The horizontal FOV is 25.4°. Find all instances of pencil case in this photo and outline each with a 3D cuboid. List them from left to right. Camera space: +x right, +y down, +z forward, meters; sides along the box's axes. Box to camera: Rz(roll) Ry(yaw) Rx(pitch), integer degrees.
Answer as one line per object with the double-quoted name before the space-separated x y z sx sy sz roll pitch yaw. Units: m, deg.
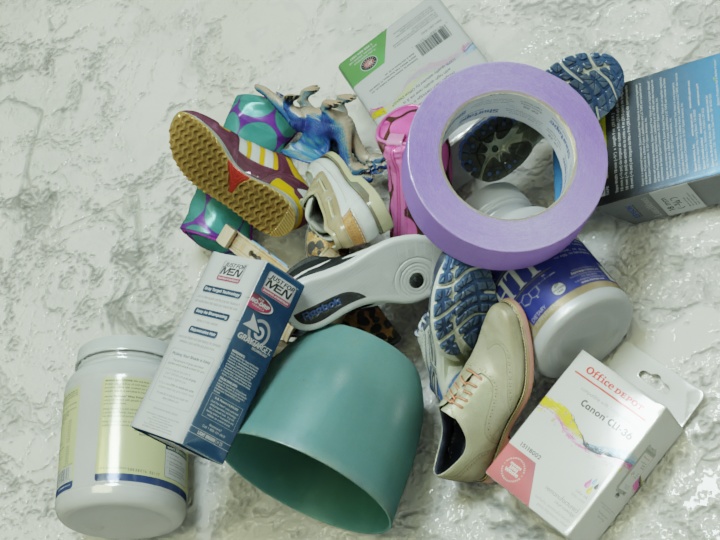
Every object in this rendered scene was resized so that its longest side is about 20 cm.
"pencil case" -0.141 -0.115 1.921 0.092 0.085 0.200 23 76 -2
"pencil case" 0.058 -0.075 1.723 0.091 0.200 0.094 22 40 37

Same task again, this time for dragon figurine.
"dragon figurine" -0.054 -0.158 1.848 0.200 0.059 0.100 14 115 28

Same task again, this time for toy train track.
"toy train track" -0.096 0.003 1.793 0.200 0.033 0.115 35 96 33

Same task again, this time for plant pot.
"plant pot" -0.025 0.155 1.661 0.200 0.201 0.161 11 61 32

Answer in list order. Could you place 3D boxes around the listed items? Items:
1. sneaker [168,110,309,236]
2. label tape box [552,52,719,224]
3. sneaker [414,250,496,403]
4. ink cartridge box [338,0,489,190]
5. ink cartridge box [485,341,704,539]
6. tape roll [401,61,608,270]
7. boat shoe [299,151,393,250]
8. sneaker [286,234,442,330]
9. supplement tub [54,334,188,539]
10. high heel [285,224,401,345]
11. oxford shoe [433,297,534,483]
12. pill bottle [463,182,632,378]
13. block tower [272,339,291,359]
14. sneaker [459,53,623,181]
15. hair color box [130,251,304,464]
"sneaker" -0.134 -0.117 1.849 0.200 0.090 0.075 42 122 12
"label tape box" 0.308 -0.132 1.701 0.200 0.063 0.145 -14 59 30
"sneaker" 0.089 0.061 1.659 0.077 0.200 0.085 -17 30 -26
"ink cartridge box" 0.087 -0.198 1.842 0.145 0.084 0.200 -36 53 6
"ink cartridge box" 0.235 0.163 1.588 0.116 0.067 0.200 35 85 36
"tape roll" 0.142 -0.104 1.592 0.200 0.066 0.201 1 73 -4
"boat shoe" -0.031 -0.075 1.729 0.068 0.075 0.200 -31 21 -8
"sneaker" 0.000 0.000 1.696 0.200 0.073 0.112 -16 15 -12
"supplement tub" -0.264 0.188 1.793 0.145 0.145 0.200 -12 60 22
"high heel" 0.004 -0.003 1.802 0.142 0.071 0.200 10 73 25
"oxford shoe" 0.122 0.125 1.607 0.071 0.074 0.200 30 115 55
"pill bottle" 0.182 0.004 1.666 0.120 0.120 0.200 -40 53 5
"block tower" -0.135 0.128 1.737 0.058 0.200 0.054 11 113 19
"sneaker" 0.186 -0.172 1.706 0.200 0.077 0.085 -30 14 -2
"hair color box" -0.143 0.086 1.606 0.100 0.060 0.200 10 72 50
